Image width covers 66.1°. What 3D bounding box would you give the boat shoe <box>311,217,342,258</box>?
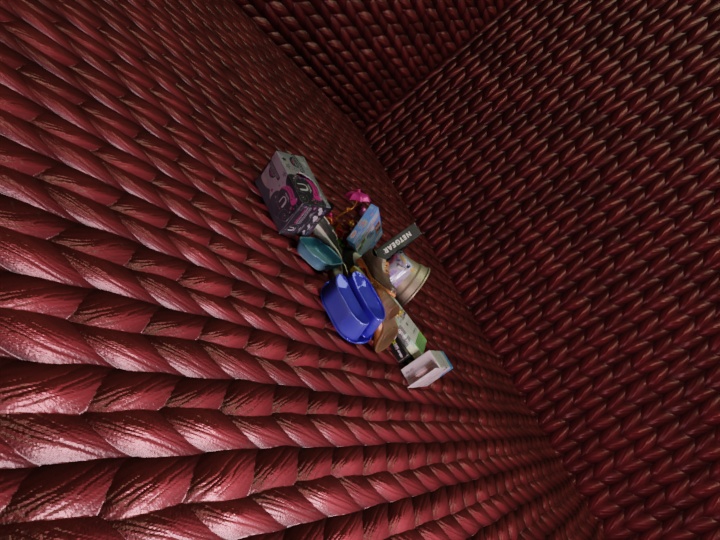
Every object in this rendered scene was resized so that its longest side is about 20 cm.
[{"bbox_3d":[-0.103,-0.108,1.718,0.073,0.061,0.201,13,-27,39],"label":"boat shoe"}]

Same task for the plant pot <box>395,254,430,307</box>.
[{"bbox_3d":[0.126,0.010,2.044,0.183,0.201,0.201,40,17,-6],"label":"plant pot"}]

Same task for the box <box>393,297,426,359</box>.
[{"bbox_3d":[0.138,0.181,1.795,0.201,0.036,0.144,52,16,-1],"label":"box"}]

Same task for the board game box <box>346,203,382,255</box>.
[{"bbox_3d":[0.018,-0.117,1.903,0.036,0.152,0.201,30,-15,18],"label":"board game box"}]

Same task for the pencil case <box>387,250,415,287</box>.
[{"bbox_3d":[0.090,0.031,1.823,0.083,0.200,0.091,41,10,-31],"label":"pencil case"}]

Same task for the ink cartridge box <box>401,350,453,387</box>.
[{"bbox_3d":[0.205,0.308,1.733,0.069,0.115,0.199,58,15,20],"label":"ink cartridge box"}]

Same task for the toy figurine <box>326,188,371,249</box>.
[{"bbox_3d":[-0.033,-0.183,1.907,0.200,0.183,0.151,47,11,-18],"label":"toy figurine"}]

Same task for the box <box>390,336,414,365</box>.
[{"bbox_3d":[0.135,0.223,1.842,0.193,0.047,0.202,33,26,-59],"label":"box"}]

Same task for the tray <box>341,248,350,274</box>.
[{"bbox_3d":[-0.036,-0.023,1.888,0.200,0.022,0.108,42,19,-40],"label":"tray"}]

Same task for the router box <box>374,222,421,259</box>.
[{"bbox_3d":[0.101,-0.071,1.898,0.051,0.199,0.149,53,-23,4],"label":"router box"}]

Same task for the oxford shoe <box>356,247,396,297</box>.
[{"bbox_3d":[0.060,0.002,1.693,0.071,0.073,0.201,35,12,-50],"label":"oxford shoe"}]

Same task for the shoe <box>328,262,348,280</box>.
[{"bbox_3d":[-0.047,0.057,1.624,0.070,0.053,0.202,38,22,-44],"label":"shoe"}]

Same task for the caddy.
[{"bbox_3d":[-0.025,0.100,1.506,0.140,0.105,0.202,-8,61,-46],"label":"caddy"}]

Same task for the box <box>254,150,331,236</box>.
[{"bbox_3d":[-0.195,-0.217,1.571,0.114,0.132,0.202,0,53,-48],"label":"box"}]

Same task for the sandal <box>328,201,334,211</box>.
[{"bbox_3d":[-0.142,-0.195,1.772,0.074,0.046,0.200,24,35,10],"label":"sandal"}]

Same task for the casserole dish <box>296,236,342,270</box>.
[{"bbox_3d":[-0.121,-0.045,1.607,0.121,0.039,0.200,42,12,10],"label":"casserole dish"}]

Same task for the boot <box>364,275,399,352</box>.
[{"bbox_3d":[0.041,0.124,1.608,0.073,0.203,0.154,-18,45,-36],"label":"boot"}]

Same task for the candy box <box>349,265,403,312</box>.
[{"bbox_3d":[0.051,0.064,1.694,0.200,0.026,0.102,45,7,10],"label":"candy box"}]

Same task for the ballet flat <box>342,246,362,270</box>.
[{"bbox_3d":[0.000,0.000,1.806,0.068,0.068,0.203,26,41,-56],"label":"ballet flat"}]
